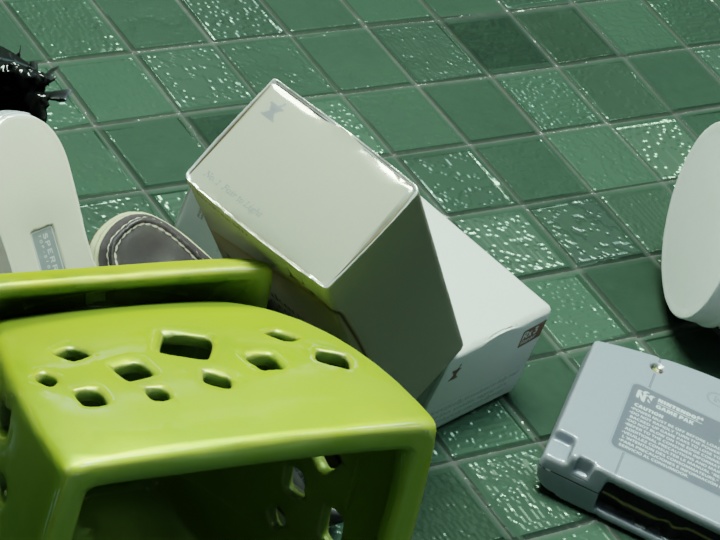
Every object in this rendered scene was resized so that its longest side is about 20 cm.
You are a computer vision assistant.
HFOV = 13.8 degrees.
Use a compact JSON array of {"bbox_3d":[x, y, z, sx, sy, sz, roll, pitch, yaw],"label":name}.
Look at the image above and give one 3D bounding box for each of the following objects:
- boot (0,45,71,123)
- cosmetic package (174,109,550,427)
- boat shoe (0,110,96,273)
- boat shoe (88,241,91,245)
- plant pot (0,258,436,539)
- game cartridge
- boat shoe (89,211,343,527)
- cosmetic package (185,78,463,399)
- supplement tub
[{"bbox_3d":[-0.272,-0.121,1.675,0.197,0.074,0.162,13,15,-23],"label":"boot"},{"bbox_3d":[0.000,0.000,1.709,0.200,0.074,0.101,43,41,23],"label":"cosmetic package"},{"bbox_3d":[-0.176,0.017,1.530,0.072,0.201,0.068,-25,17,-31],"label":"boat shoe"},{"bbox_3d":[-0.145,0.019,1.604,0.199,0.072,0.072,27,20,-10],"label":"boat shoe"},{"bbox_3d":[-0.107,0.107,1.416,0.199,0.200,0.182,-5,37,-32],"label":"plant pot"},{"bbox_3d":[0.207,0.117,1.702,0.199,0.041,0.133,26,39,4],"label":"game cartridge"},{"bbox_3d":[-0.063,0.051,1.541,0.072,0.065,0.200,-38,99,-25],"label":"boat shoe"},{"bbox_3d":[-0.015,-0.004,1.540,0.103,0.200,0.073,38,78,23],"label":"cosmetic package"},{"bbox_3d":[0.299,-0.010,1.820,0.199,0.146,0.146,12,37,-14],"label":"supplement tub"}]
